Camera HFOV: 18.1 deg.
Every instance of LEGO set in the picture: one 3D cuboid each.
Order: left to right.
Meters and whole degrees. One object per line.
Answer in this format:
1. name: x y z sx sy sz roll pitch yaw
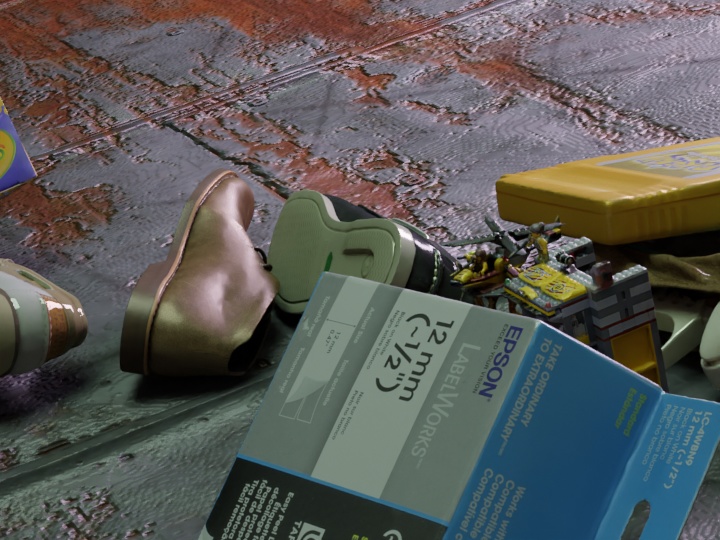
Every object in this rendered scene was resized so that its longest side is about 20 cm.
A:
1. LEGO set: 0.056 0.036 1.076 0.153 0.117 0.200 -18 22 -11

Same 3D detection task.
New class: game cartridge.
1. game cartridge: 0.190 -0.050 1.241 0.199 0.033 0.176 -8 8 -17

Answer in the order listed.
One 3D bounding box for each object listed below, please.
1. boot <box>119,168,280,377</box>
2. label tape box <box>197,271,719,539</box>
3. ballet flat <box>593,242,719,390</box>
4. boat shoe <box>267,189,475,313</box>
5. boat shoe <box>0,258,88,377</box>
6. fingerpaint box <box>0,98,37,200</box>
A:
1. boot: -0.079 0.006 1.315 0.075 0.074 0.200 10 30 5
2. label tape box: 0.037 0.089 0.940 0.199 0.066 0.144 11 71 48
3. ballet flat: 0.168 0.024 1.127 0.199 0.068 0.072 8 50 41
4. boat shoe: 0.000 0.000 1.290 0.067 0.072 0.200 18 1 -26
5. boat shoe: -0.231 0.028 1.332 0.068 0.075 0.200 -4 12 -35
6. fingerpaint box: -0.332 -0.038 1.455 0.199 0.074 0.167 -27 3 -30
